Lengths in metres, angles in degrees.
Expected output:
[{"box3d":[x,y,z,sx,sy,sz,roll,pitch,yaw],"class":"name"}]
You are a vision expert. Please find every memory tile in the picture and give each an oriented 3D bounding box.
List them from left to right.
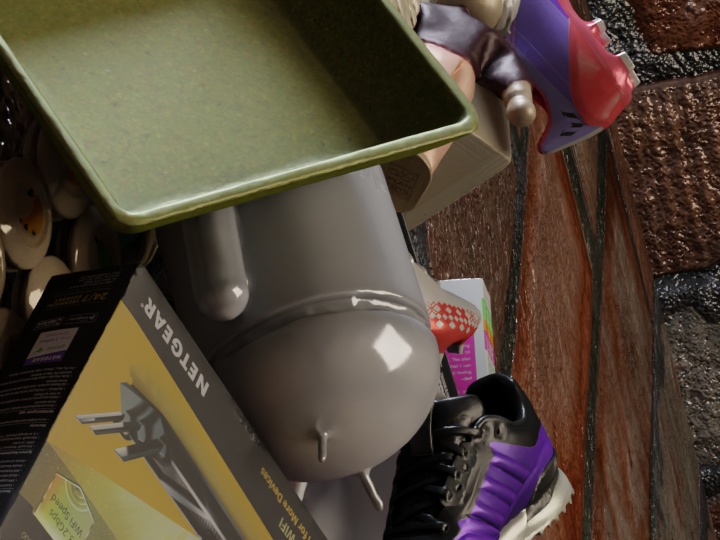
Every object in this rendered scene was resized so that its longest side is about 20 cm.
[{"box3d":[-0.145,0.030,1.246,0.200,0.017,0.153,-57,137,-55],"class":"memory tile"}]

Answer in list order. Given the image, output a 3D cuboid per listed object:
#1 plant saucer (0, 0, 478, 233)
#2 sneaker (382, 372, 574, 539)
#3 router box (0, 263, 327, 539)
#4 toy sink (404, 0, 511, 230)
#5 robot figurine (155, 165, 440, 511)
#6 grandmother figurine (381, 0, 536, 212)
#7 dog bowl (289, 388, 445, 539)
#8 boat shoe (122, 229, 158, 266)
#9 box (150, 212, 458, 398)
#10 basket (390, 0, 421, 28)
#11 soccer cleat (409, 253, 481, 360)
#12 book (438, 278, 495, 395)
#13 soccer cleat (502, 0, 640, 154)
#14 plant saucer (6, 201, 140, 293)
[{"box3d":[-0.080,-0.099,1.289,0.200,0.200,0.048,54,-38,26],"class":"plant saucer"},{"box3d":[0.039,0.118,1.472,0.200,0.070,0.100,-45,125,-52],"class":"sneaker"},{"box3d":[-0.094,0.122,1.222,0.200,0.052,0.157,58,39,-33],"class":"router box"},{"box3d":[-0.020,-0.091,1.722,0.112,0.200,0.130,32,41,-33],"class":"toy sink"},{"box3d":[-0.030,0.014,1.330,0.170,0.113,0.200,26,39,-51],"class":"robot figurine"},{"box3d":[0.043,-0.113,1.578,0.061,0.121,0.200,-62,-179,44],"class":"grandmother figurine"},{"box3d":[-0.023,0.143,1.506,0.200,0.079,0.200,-18,111,-59],"class":"dog bowl"},{"box3d":[-0.128,-0.098,1.390,0.063,0.073,0.201,-85,169,-63],"class":"boat shoe"},{"box3d":[-0.028,0.044,1.595,0.160,0.044,0.200,-44,132,-31],"class":"box"},{"box3d":[-0.073,-0.182,1.497,0.198,0.161,0.200,-75,151,-60],"class":"basket"},{"box3d":[0.000,0.000,1.528,0.200,0.069,0.085,8,94,-47],"class":"soccer cleat"},{"box3d":[0.019,0.103,1.751,0.048,0.133,0.200,65,20,-54],"class":"book"},{"box3d":[0.083,-0.158,1.678,0.200,0.076,0.067,53,-2,19],"class":"soccer cleat"},{"box3d":[-0.109,-0.056,1.359,0.200,0.019,0.070,-43,130,-40],"class":"plant saucer"}]
